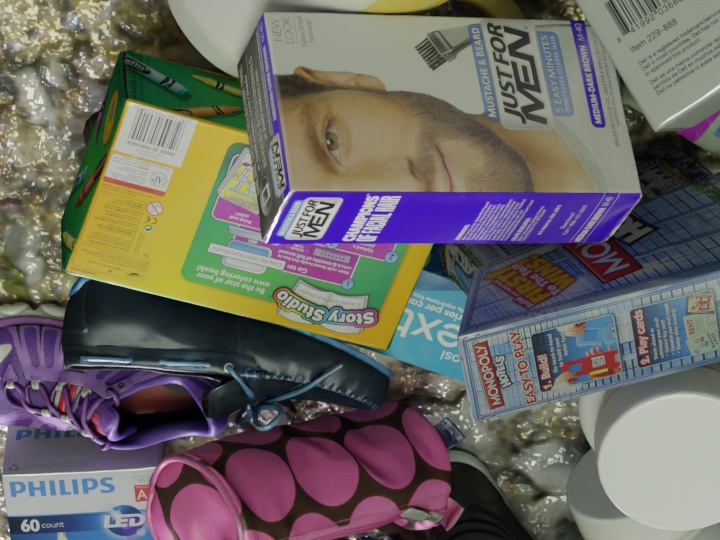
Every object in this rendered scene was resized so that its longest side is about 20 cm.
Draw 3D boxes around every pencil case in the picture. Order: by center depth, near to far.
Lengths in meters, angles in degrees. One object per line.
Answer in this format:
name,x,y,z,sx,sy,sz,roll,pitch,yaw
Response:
pencil case,-0.031,0.136,1.632,0.199,0.094,0.091,-12,147,-43

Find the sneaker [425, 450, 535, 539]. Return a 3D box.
sneaker,0.100,0.215,1.739,0.070,0.099,0.200,-30,118,17

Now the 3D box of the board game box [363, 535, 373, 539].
board game box,-0.001,0.312,1.799,0.199,0.043,0.200,-42,113,1

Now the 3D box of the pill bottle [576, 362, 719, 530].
pill bottle,0.180,0.054,1.577,0.113,0.200,0.114,1,122,1

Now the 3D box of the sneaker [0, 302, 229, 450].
sneaker,-0.173,0.071,1.668,0.199,0.084,0.081,-2,122,4

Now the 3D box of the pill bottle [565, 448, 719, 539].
pill bottle,0.208,0.202,1.718,0.113,0.113,0.201,-20,120,13

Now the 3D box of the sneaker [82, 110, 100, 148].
sneaker,-0.062,-0.087,1.574,0.199,0.074,0.080,1,121,-12

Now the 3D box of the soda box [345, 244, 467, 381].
soda box,0.000,0.000,1.630,0.199,0.064,0.068,18,121,-10

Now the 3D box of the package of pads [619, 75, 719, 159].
package of pads,0.271,-0.118,1.547,0.199,0.068,0.155,29,119,-16

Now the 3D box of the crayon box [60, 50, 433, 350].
crayon box,-0.057,-0.038,1.522,0.199,0.058,0.119,14,122,-16

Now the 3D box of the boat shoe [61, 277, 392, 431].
boat shoe,-0.083,0.059,1.618,0.199,0.084,0.069,15,77,-1

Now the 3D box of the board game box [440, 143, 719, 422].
board game box,0.126,0.002,1.511,0.199,0.200,0.062,-21,122,-15

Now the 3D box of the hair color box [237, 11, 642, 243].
hair color box,0.042,-0.075,1.442,0.199,0.110,0.065,-1,154,-18

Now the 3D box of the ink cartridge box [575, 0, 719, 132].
ink cartridge box,0.174,-0.196,1.440,0.146,0.084,0.201,-32,83,19

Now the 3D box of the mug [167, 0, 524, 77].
mug,-0.017,-0.165,1.480,0.153,0.149,0.187,-36,88,30

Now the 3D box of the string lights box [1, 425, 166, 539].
string lights box,-0.171,0.194,1.756,0.102,0.059,0.201,-3,122,0
